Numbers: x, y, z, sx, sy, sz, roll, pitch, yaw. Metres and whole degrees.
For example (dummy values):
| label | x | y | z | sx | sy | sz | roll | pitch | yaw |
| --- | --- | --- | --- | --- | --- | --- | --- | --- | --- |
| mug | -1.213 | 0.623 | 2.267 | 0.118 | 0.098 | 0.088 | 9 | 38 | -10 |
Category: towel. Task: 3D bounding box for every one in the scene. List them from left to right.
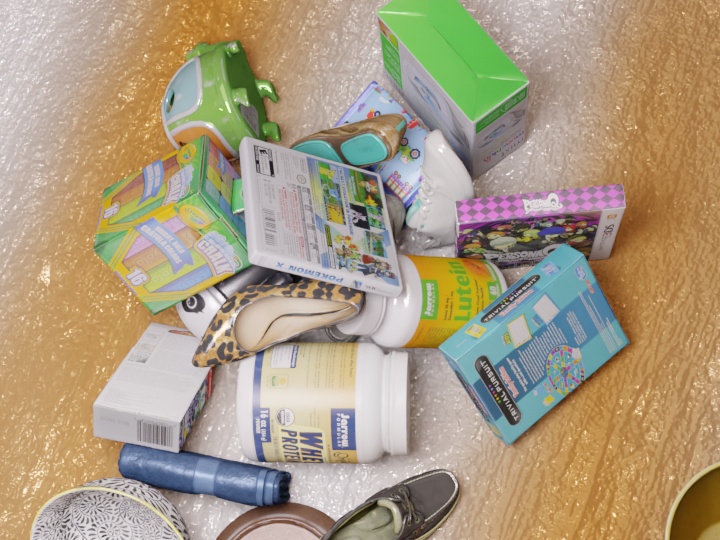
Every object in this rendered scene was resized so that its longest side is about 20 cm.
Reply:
| label | x | y | z | sx | sy | sz | roll | pitch | yaw |
| --- | --- | --- | --- | --- | --- | --- | --- | --- | --- |
| towel | -0.185 | 0.246 | 1.597 | 0.199 | 0.112 | 0.049 | 11 | 83 | 7 |

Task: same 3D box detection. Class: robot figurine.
| label | x | y | z | sx | sy | sz | roll | pitch | yaw |
| --- | --- | --- | --- | --- | --- | --- | --- | --- | --- |
| robot figurine | -0.140 | 0.005 | 1.665 | 0.200 | 0.150 | 0.125 | -43 | 81 | -7 |

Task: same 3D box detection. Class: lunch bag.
| label | x | y | z | sx | sy | sz | roll | pitch | yaw |
| --- | --- | --- | --- | --- | --- | --- | --- | --- | --- |
| lunch bag | 0.006 | -0.115 | 1.733 | 0.200 | 0.094 | 0.151 | -45 | 75 | 2 |

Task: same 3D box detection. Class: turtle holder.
| label | x | y | z | sx | sy | sz | roll | pitch | yaw |
| --- | --- | --- | --- | --- | --- | --- | --- | --- | --- |
| turtle holder | -0.193 | -0.230 | 1.751 | 0.131 | 0.141 | 0.187 | -20 | 79 | 15 |

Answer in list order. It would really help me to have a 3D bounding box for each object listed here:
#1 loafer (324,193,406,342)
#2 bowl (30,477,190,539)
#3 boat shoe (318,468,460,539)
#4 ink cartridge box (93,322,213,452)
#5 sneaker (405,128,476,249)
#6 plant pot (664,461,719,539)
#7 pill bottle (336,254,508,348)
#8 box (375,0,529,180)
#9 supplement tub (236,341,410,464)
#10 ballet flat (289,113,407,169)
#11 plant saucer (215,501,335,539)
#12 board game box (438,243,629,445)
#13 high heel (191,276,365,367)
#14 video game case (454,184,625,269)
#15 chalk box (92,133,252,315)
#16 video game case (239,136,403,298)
| label | x | y | z | sx | sy | sz | roll | pitch | yaw |
| --- | --- | --- | --- | --- | --- | --- | --- | --- | --- |
| loafer | 0.000 | 0.000 | 1.661 | 0.070 | 0.070 | 0.201 | 19 | 101 | 9 |
| bowl | -0.277 | 0.313 | 1.574 | 0.199 | 0.094 | 0.202 | 5 | 116 | 11 |
| boat shoe | 0.037 | 0.293 | 1.574 | 0.200 | 0.066 | 0.072 | -26 | 73 | -18 |
| ink cartridge box | -0.241 | 0.139 | 1.640 | 0.108 | 0.051 | 0.200 | 10 | 28 | 8 |
| sneaker | 0.092 | -0.087 | 1.646 | 0.088 | 0.200 | 0.075 | -25 | 54 | -4 |
| plant pot | 0.433 | 0.323 | 1.509 | 0.199 | 0.142 | 0.201 | -1 | 70 | 3 |
| pill bottle | 0.069 | 0.038 | 1.605 | 0.199 | 0.111 | 0.112 | 3 | 67 | -32 |
| box | 0.120 | -0.246 | 1.711 | 0.096 | 0.177 | 0.200 | -36 | 72 | -9 |
| supplement tub | -0.041 | 0.158 | 1.600 | 0.199 | 0.145 | 0.145 | 0 | 71 | 5 |
| ballet flat | -0.012 | -0.159 | 1.657 | 0.072 | 0.200 | 0.068 | -46 | 110 | -33 |
| plant saucer | -0.095 | 0.373 | 1.589 | 0.199 | 0.035 | 0.201 | -1 | 70 | 3 |
| board game box | 0.210 | 0.089 | 1.607 | 0.200 | 0.151 | 0.047 | -38 | 31 | -9 |
| high heel | -0.093 | 0.062 | 1.514 | 0.200 | 0.072 | 0.142 | -36 | 27 | -14 |
| video game case | 0.214 | -0.048 | 1.633 | 0.199 | 0.181 | 0.036 | -5 | 70 | 2 |
| chalk box | -0.196 | -0.063 | 1.579 | 0.199 | 0.124 | 0.125 | -27 | 34 | 17 |
| video game case | -0.048 | -0.062 | 1.534 | 0.181 | 0.022 | 0.201 | 14 | 40 | -22 |
